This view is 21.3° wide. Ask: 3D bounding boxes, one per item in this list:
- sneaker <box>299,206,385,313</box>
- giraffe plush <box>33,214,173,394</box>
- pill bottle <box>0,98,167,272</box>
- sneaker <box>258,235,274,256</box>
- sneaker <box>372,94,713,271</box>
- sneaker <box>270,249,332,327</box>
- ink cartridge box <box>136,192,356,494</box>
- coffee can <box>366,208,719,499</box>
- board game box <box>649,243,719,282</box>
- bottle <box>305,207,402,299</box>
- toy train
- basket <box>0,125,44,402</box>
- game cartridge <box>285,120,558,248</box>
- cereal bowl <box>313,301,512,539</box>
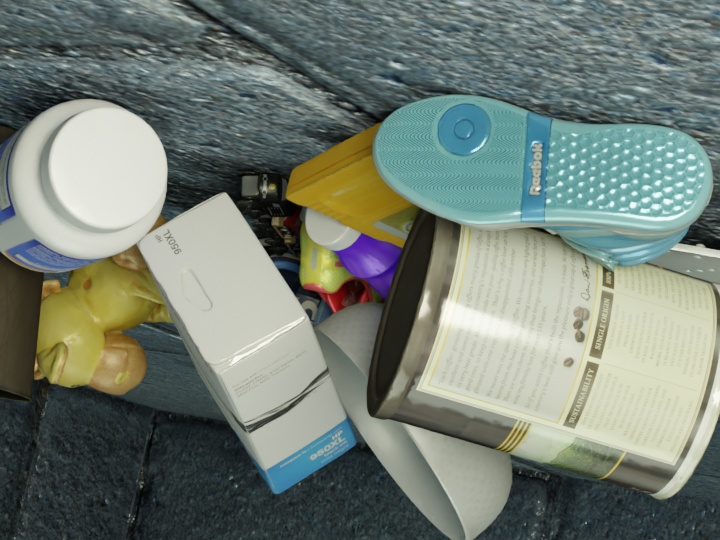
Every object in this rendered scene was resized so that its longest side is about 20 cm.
[{"bbox_3d":[0.000,0.000,1.525,0.078,0.091,0.200,5,170,29],"label":"sneaker"},{"bbox_3d":[-0.214,0.032,1.610,0.199,0.163,0.173,27,169,11],"label":"giraffe plush"},{"bbox_3d":[-0.201,-0.061,1.358,0.112,0.113,0.200,15,170,-20],"label":"pill bottle"},{"bbox_3d":[-0.022,0.024,1.690,0.199,0.091,0.070,8,170,22],"label":"sneaker"},{"bbox_3d":[0.110,-0.046,1.150,0.199,0.080,0.131,11,169,11],"label":"sneaker"},{"bbox_3d":[-0.012,0.043,1.603,0.199,0.074,0.082,28,-162,30],"label":"sneaker"},{"bbox_3d":[-0.086,0.059,1.486,0.145,0.084,0.200,54,170,33],"label":"ink cartridge box"},{"bbox_3d":[0.119,0.050,1.224,0.199,0.147,0.146,17,170,-7],"label":"coffee can"},{"bbox_3d":[0.208,-0.010,1.399,0.199,0.026,0.200,11,170,11],"label":"board game box"},{"bbox_3d":[0.039,-0.013,1.419,0.065,0.084,0.200,-32,145,27],"label":"bottle"},{"bbox_3d":[-0.062,-0.044,1.525,0.046,0.034,0.200,0,169,6],"label":"toy train"},{"bbox_3d":[-0.320,-0.012,1.521,0.136,0.201,0.180,2,168,43],"label":"basket"},{"bbox_3d":[0.073,-0.040,1.271,0.199,0.033,0.176,20,160,-23],"label":"game cartridge"},{"bbox_3d":[0.051,0.104,1.453,0.200,0.083,0.200,52,168,17],"label":"cereal bowl"}]
